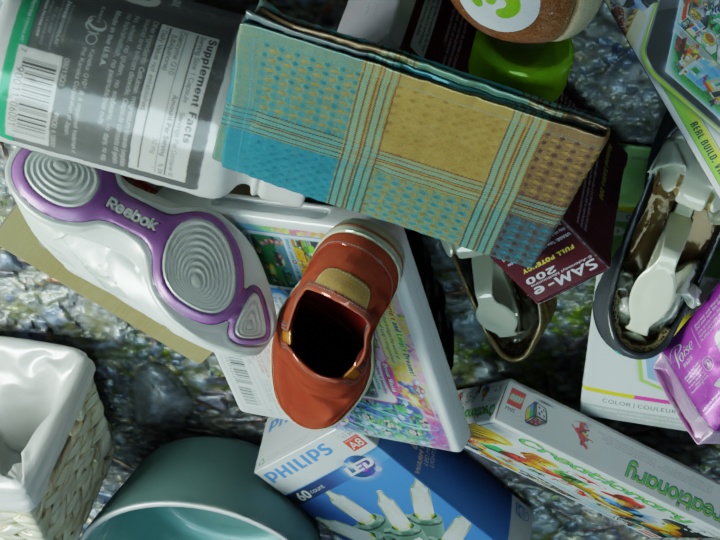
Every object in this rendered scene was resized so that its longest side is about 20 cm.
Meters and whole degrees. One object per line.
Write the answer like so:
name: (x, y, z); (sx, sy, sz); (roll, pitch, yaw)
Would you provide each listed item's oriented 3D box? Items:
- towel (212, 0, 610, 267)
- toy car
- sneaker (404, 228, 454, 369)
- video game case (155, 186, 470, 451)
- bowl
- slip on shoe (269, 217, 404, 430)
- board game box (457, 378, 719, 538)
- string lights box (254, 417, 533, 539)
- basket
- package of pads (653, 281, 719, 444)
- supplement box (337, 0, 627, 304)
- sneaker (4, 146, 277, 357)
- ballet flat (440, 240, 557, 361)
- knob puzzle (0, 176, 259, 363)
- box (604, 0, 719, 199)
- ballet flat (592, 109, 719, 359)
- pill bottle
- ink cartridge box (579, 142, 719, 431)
towel: (0.022, -0.070, 0.968); (0.199, 0.022, 0.147); (18, 149, -3)
toy car: (0.017, -0.182, 0.902); (0.198, 0.159, 0.165); (-4, 140, -15)
sneaker: (0.000, 0.000, 1.181); (0.088, 0.074, 0.201); (-4, 133, 15)
video game case: (-0.031, 0.033, 1.177); (0.181, 0.024, 0.201); (8, 136, 30)
bowl: (-0.114, 0.205, 1.388); (0.199, 0.105, 0.202); (6, 135, 6)
slip on shoe: (-0.023, 0.046, 1.116); (0.074, 0.061, 0.200); (28, 144, 4)
board game box: (0.160, 0.137, 1.269); (0.199, 0.035, 0.126); (26, 164, -13)
string lights box: (0.028, 0.168, 1.351); (0.102, 0.059, 0.200); (-31, 121, 35)
basket: (-0.296, 0.135, 1.329); (0.198, 0.136, 0.124); (5, 138, 18)
package of pads: (0.294, 0.051, 1.107); (0.199, 0.076, 0.121); (6, 133, -36)
supplement box: (0.071, -0.088, 1.047); (0.061, 0.109, 0.200); (-29, 118, 36)
sneaker: (-0.138, -0.013, 1.144); (0.200, 0.075, 0.100); (37, 161, 2)
ballet flat: (0.080, -0.016, 1.148); (0.067, 0.073, 0.201); (-7, 132, 18)
knob puzzle: (-0.129, -0.038, 1.205); (0.218, 0.031, 0.221); (7, 135, 7)
box: (0.215, -0.121, 0.977); (0.110, 0.035, 0.201); (-29, 93, 35)
ballet flat: (0.193, -0.032, 1.060); (0.073, 0.073, 0.201); (19, 112, -6)
pill bottle: (-0.118, -0.109, 1.073); (0.199, 0.114, 0.113); (15, 136, -3)
ink cartridge box: (0.204, 0.017, 1.160); (0.103, 0.060, 0.201); (8, 135, 7)
